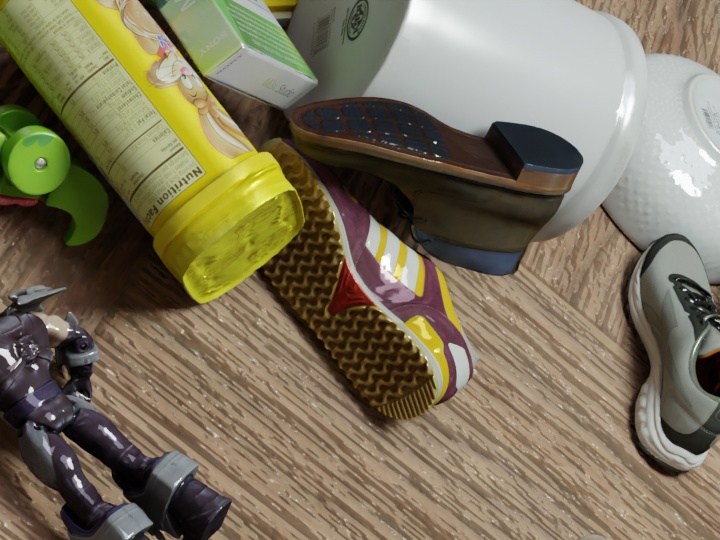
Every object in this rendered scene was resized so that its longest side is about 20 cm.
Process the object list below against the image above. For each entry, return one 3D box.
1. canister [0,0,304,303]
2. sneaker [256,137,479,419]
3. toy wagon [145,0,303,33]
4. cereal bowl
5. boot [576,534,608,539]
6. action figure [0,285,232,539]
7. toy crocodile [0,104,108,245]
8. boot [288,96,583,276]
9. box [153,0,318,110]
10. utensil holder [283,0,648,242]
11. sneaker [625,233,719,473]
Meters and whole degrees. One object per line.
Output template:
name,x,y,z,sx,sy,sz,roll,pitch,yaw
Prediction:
canister,-0.128,-0.089,1.151,0.200,0.086,0.149,51,-5,8
sneaker,0.000,0.000,1.253,0.201,0.075,0.090,59,32,3
toy wagon,-0.108,-0.252,1.373,0.155,0.040,0.201,-9,66,-45
cereal bowl,0.270,-0.094,1.550,0.199,0.083,0.201,24,47,-27
boot,0.175,0.211,1.173,0.146,0.070,0.200,44,-6,41
action figure,-0.166,0.084,1.038,0.200,0.069,0.130,48,47,6
toy crocodile,-0.232,-0.070,1.107,0.199,0.062,0.067,19,9,-32
boot,0.038,-0.047,1.233,0.199,0.097,0.075,8,32,-22
box,-0.113,-0.196,1.223,0.200,0.036,0.144,55,11,14
utensil holder,0.069,-0.132,1.326,0.199,0.170,0.171,23,46,-31
sneaker,0.244,0.050,1.416,0.074,0.079,0.201,24,44,-23
